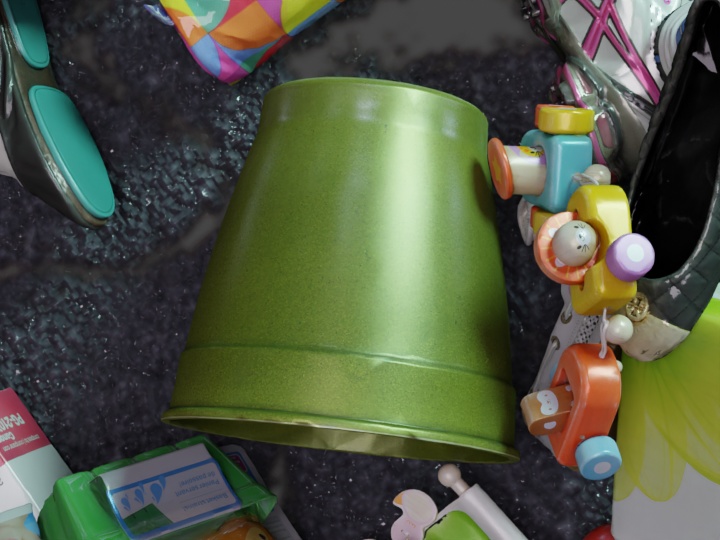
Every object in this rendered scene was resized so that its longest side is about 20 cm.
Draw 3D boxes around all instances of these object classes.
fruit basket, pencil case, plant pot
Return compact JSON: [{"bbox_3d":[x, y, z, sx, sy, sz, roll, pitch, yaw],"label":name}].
[{"bbox_3d":[-0.088,0.191,1.012,0.200,0.184,0.094,51,135,29],"label":"fruit basket"},{"bbox_3d":[-0.033,-0.193,1.056,0.199,0.088,0.089,-34,86,8],"label":"pencil case"},{"bbox_3d":[0.000,0.000,1.015,0.199,0.200,0.194,5,81,10],"label":"plant pot"}]

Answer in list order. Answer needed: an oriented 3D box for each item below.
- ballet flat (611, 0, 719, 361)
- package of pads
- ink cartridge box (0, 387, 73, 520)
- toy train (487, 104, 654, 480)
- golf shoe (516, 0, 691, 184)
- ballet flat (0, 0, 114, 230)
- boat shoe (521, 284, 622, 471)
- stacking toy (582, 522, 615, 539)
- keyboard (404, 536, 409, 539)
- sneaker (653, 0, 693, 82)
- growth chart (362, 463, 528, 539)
[{"bbox_3d":[0.160,-0.050,0.926,0.066,0.057,0.201,22,106,39],"label":"ballet flat"},{"bbox_3d":[0.226,0.099,0.951,0.199,0.068,0.156,18,113,43],"label":"package of pads"},{"bbox_3d":[-0.222,0.196,1.102,0.144,0.084,0.200,-37,85,9],"label":"ink cartridge box"},{"bbox_3d":[0.099,0.004,0.968,0.055,0.151,0.201,0,48,-14],"label":"toy train"},{"bbox_3d":[0.138,-0.153,1.037,0.092,0.073,0.201,-20,98,0],"label":"golf shoe"},{"bbox_3d":[-0.210,-0.107,1.104,0.068,0.068,0.201,-25,77,20],"label":"ballet flat"},{"bbox_3d":[0.145,0.012,1.038,0.069,0.071,0.201,35,102,46],"label":"boat shoe"},{"bbox_3d":[0.218,0.191,1.034,0.199,0.085,0.086,17,95,16],"label":"stacking toy"},{"bbox_3d":[0.028,0.240,1.065,0.200,0.021,0.127,-42,84,18],"label":"keyboard"},{"bbox_3d":[0.259,-0.149,0.989,0.199,0.077,0.076,-29,93,-13],"label":"sneaker"},{"bbox_3d":[0.040,0.225,1.079,0.144,0.018,0.200,39,107,9],"label":"growth chart"}]
